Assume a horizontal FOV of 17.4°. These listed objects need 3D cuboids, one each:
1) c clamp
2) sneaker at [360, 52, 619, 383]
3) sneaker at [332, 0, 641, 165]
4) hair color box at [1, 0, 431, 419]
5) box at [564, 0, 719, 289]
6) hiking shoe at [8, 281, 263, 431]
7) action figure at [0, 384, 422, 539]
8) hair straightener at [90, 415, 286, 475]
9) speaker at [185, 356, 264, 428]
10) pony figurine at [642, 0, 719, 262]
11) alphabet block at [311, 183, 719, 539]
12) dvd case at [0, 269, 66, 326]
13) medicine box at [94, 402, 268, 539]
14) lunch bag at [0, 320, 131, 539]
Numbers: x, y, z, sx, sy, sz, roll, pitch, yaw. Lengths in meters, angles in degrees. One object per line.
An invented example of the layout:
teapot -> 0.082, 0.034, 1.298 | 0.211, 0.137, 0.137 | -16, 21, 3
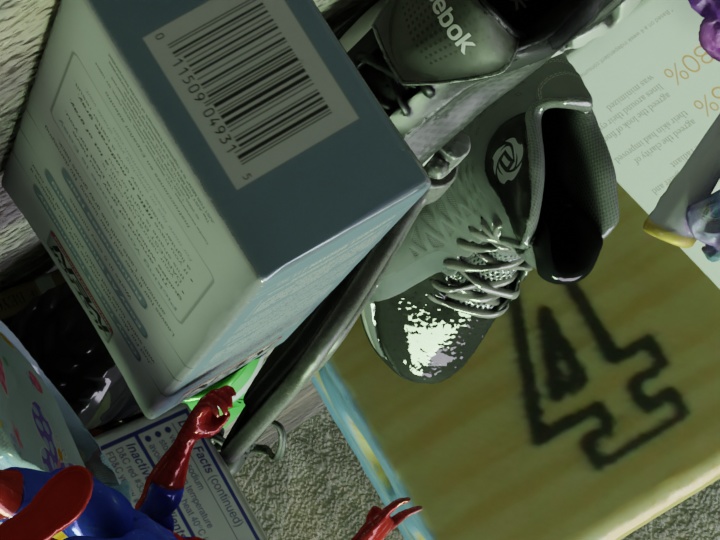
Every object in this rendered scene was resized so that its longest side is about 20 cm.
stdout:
c clamp -> 0.000, 0.000, 1.000 | 0.171, 0.027, 0.200 | -62, -174, -32
sneaker -> 0.058, -0.009, 1.045 | 0.075, 0.116, 0.201 | -4, 126, -25
sneaker -> 0.024, -0.082, 0.874 | 0.200, 0.067, 0.091 | -36, 172, -1
hair color box -> -0.052, -0.027, 0.724 | 0.060, 0.099, 0.200 | -30, 175, -20
box -> 0.210, -0.078, 1.109 | 0.152, 0.200, 0.106 | -35, -166, 44
hiking shoe -> -0.062, -0.001, 0.989 | 0.200, 0.076, 0.101 | -35, 167, 25
action figure -> -0.051, 0.069, 0.729 | 0.099, 0.065, 0.200 | -44, 154, -5
hair straightener -> -0.117, 0.072, 1.124 | 0.199, 0.041, 0.077 | 0, -170, 29
speaker -> -0.095, 0.044, 1.236 | 0.088, 0.089, 0.200 | -31, 175, -10
pony figurine -> 0.180, -0.098, 0.923 | 0.201, 0.166, 0.193 | -66, 169, 11
alphabet block -> 0.090, 0.051, 1.232 | 0.199, 0.197, 0.195 | -31, 176, -6
dvd case -> -0.230, 0.063, 1.003 | 0.149, 0.016, 0.200 | -36, 174, 34
medicine box -> -0.161, 0.166, 1.020 | 0.199, 0.103, 0.182 | -22, 166, -38
lunch bag -> -0.172, 0.092, 0.802 | 0.169, 0.127, 0.200 | -31, 158, -3
